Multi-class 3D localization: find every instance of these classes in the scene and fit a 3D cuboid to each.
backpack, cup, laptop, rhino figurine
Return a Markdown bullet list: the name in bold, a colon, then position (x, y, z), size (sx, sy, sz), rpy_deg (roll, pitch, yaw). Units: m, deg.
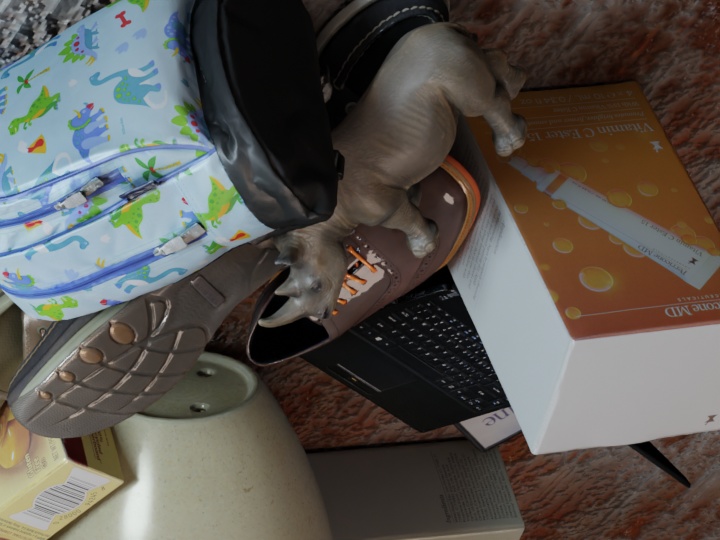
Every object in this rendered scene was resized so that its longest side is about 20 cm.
- **backpack**: position (-0.126, -0.060, 1.255), size (0.199, 0.164, 0.153), rpy_deg (-34, 134, 30)
- **cup**: position (-0.112, 0.136, 1.498), size (0.199, 0.200, 0.144), rpy_deg (-7, 115, -17)
- **laptop**: position (0.079, 0.089, 1.511), size (0.199, 0.104, 0.177), rpy_deg (-19, 148, 27)
- **rhino figurine**: position (0.008, -0.049, 1.290), size (0.200, 0.060, 0.087), rpy_deg (-50, 130, 1)

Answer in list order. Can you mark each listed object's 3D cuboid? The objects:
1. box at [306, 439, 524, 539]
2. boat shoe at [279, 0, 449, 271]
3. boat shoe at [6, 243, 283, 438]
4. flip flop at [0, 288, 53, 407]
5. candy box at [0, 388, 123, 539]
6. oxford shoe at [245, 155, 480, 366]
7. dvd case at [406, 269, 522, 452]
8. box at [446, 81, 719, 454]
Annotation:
- **box**: position (0.008, 0.174, 1.675), size (0.198, 0.083, 0.069), rpy_deg (-2, 143, -21)
- **boat shoe**: position (-0.011, -0.079, 1.347), size (0.074, 0.061, 0.200), rpy_deg (19, 129, -35)
- **boat shoe**: position (-0.118, 0.011, 1.329), size (0.200, 0.073, 0.075), rpy_deg (-41, 135, -4)
- **flip flop**: position (-0.173, 0.030, 1.376), size (0.200, 0.058, 0.081), rpy_deg (-45, 159, 3)
- **candy box**: position (-0.242, 0.127, 1.463), size (0.199, 0.116, 0.055), rpy_deg (-36, 141, 22)
- **oxford shoe**: position (0.000, 0.000, 1.405), size (0.071, 0.073, 0.200), rpy_deg (42, 136, -4)
- **dvd case**: position (0.101, 0.048, 1.606), size (0.142, 0.018, 0.200), rpy_deg (-29, 144, 12)
- **box**: position (0.131, -0.005, 1.387), size (0.123, 0.201, 0.098), rpy_deg (-6, 138, -20)
